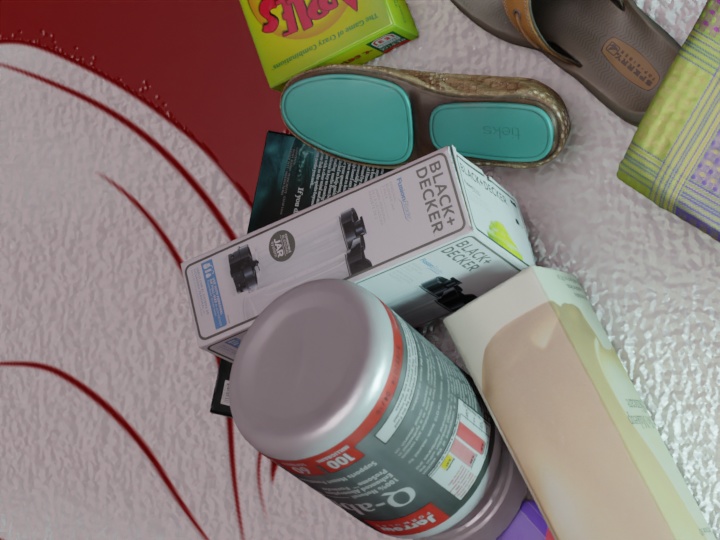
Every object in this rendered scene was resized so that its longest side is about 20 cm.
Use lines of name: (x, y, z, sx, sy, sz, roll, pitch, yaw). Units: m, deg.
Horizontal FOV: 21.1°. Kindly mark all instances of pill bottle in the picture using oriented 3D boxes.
pill bottle: (0.018, 0.098, 1.201, 0.115, 0.200, 0.117, -19, 53, 27)

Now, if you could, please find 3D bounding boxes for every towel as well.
towel: (0.268, -0.067, 1.165, 0.199, 0.023, 0.144, 31, 95, 21)

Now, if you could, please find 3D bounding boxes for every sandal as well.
sandal: (0.131, -0.165, 1.261, 0.200, 0.055, 0.082, 44, 102, 20)

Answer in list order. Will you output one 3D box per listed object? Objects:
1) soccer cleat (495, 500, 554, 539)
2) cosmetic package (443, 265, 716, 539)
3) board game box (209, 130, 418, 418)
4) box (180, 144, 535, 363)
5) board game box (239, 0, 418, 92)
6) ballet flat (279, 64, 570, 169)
soccer cleat: (0.126, 0.244, 1.221, 0.066, 0.076, 0.202, -17, 80, 21)
cosmetic package: (0.139, 0.102, 1.213, 0.071, 0.105, 0.201, -32, 76, 17)
board game box: (-0.021, 0.014, 1.326, 0.134, 0.028, 0.202, 12, 90, 23)
box: (0.000, 0.000, 1.237, 0.199, 0.117, 0.061, -23, 66, 18)
board game box: (-0.044, -0.235, 1.344, 0.101, 0.048, 0.202, -24, 77, 19)
ballet flat: (0.046, -0.103, 1.288, 0.198, 0.065, 0.071, 10, 112, 18)
